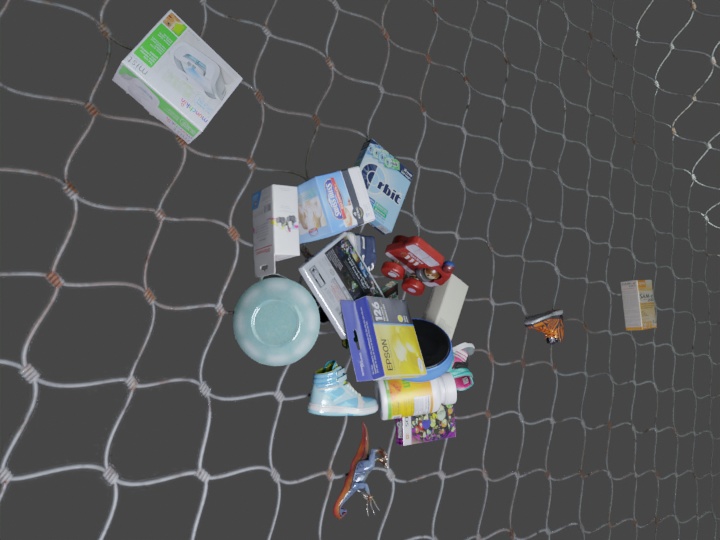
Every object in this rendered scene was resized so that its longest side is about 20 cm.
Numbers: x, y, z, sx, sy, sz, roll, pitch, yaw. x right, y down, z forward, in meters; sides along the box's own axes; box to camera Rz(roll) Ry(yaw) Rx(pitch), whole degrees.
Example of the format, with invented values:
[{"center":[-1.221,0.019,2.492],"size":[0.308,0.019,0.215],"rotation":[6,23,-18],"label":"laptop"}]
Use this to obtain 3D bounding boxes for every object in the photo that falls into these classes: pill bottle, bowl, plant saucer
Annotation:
[{"center":[0.142,0.317,1.386],"size":[0.198,0.111,0.112],"rotation":[-6,87,-9],"label":"pill bottle"},{"center":[0.145,0.203,1.407],"size":[0.200,0.200,0.040],"rotation":[-32,139,-34],"label":"bowl"},{"center":[-0.190,0.117,1.206],"size":[0.199,0.039,0.203],"rotation":[0,89,-5],"label":"plant saucer"}]

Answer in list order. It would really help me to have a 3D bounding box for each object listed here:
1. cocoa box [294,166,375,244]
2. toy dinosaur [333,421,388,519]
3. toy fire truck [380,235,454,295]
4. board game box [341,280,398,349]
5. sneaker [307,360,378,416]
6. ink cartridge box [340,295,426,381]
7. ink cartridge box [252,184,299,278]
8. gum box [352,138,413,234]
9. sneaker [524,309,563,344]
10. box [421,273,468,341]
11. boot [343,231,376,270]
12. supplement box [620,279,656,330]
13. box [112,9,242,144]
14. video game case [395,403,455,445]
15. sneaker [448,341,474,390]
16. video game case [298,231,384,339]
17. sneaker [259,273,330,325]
[{"center":[-0.087,-0.148,1.277],"size":[0.131,0.199,0.134],"rotation":[-19,94,-35],"label":"cocoa box"},{"center":[-0.012,0.522,1.342],"size":[0.181,0.105,0.200],"rotation":[-27,62,-22],"label":"toy dinosaur"},{"center":[0.165,-0.018,1.459],"size":[0.200,0.167,0.113],"rotation":[36,65,-26],"label":"toy fire truck"},{"center":[0.026,0.113,1.402],"size":[0.199,0.023,0.105],"rotation":[-31,135,-35],"label":"board game box"},{"center":[-0.035,0.291,1.331],"size":[0.199,0.079,0.132],"rotation":[10,80,-35],"label":"sneaker"},{"center":[0.057,0.160,1.276],"size":[0.199,0.047,0.199],"rotation":[8,61,-44],"label":"ink cartridge box"},{"center":[-0.197,-0.087,1.242],"size":[0.067,0.115,0.202],"rotation":[1,84,-35],"label":"ink cartridge box"},{"center":[0.047,-0.230,1.480],"size":[0.169,0.044,0.201],"rotation":[34,65,-27],"label":"gum box"},{"center":[0.639,0.202,1.825],"size":[0.199,0.077,0.113],"rotation":[-8,88,-36],"label":"sneaker"},{"center":[0.240,0.116,1.557],"size":[0.082,0.068,0.201],"rotation":[36,64,-27],"label":"box"},{"center":[0.000,0.000,1.396],"size":[0.090,0.073,0.202],"rotation":[5,80,-29],"label":"boot"},{"center":[1.143,0.141,2.197],"size":[0.125,0.073,0.202],"rotation":[-1,84,-36],"label":"supplement box"},{"center":[-0.393,-0.414,1.159],"size":[0.200,0.096,0.177],"rotation":[41,60,-25],"label":"box"},{"center":[0.183,0.384,1.499],"size":[0.199,0.036,0.183],"rotation":[5,81,-35],"label":"video game case"},{"center":[0.286,0.276,1.524],"size":[0.199,0.084,0.121],"rotation":[-7,59,-45],"label":"sneaker"},{"center":[-0.040,0.033,1.294],"size":[0.182,0.023,0.201],"rotation":[-42,106,-43],"label":"video game case"},{"center":[-0.144,0.065,1.270],"size":[0.200,0.099,0.071],"rotation":[39,65,-24],"label":"sneaker"}]
